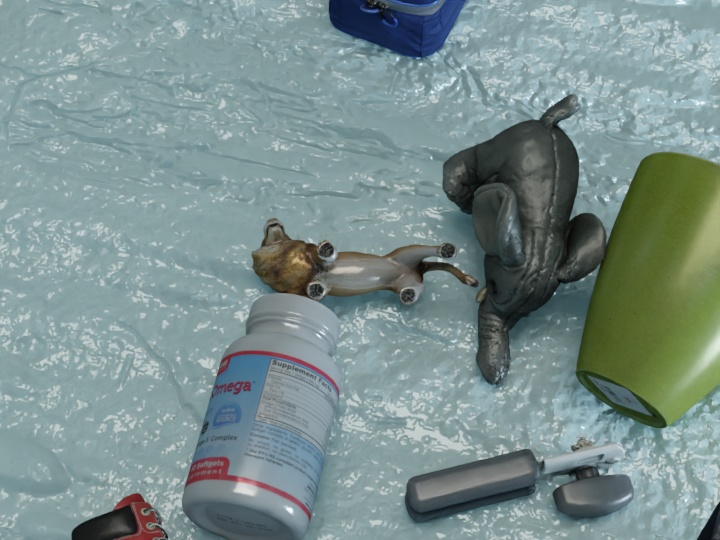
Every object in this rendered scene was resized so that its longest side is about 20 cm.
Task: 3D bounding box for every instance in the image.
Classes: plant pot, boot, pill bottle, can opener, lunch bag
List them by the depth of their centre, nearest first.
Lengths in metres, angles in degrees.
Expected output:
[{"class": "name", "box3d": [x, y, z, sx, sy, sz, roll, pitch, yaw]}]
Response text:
[{"class": "boot", "box3d": [-0.140, 0.246, 1.206, 0.199, 0.073, 0.145, -5, 58, -1]}, {"class": "pill bottle", "box3d": [-0.077, 0.125, 1.254, 0.108, 0.109, 0.201, 11, 59, 4]}, {"class": "can opener", "box3d": [0.138, 0.185, 1.259, 0.199, 0.053, 0.067, -8, 61, -7]}, {"class": "plant pot", "box3d": [0.280, 0.032, 1.299, 0.187, 0.187, 0.200, 30, 78, 15]}, {"class": "lunch bag", "box3d": [0.048, -0.328, 1.510, 0.135, 0.133, 0.201, 20, 60, 10]}]

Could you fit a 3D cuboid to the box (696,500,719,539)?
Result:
[{"class": "box", "box3d": [0.342, 0.317, 1.153, 0.199, 0.118, 0.197, 19, 61, 10]}]

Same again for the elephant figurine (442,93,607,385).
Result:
[{"class": "elephant figurine", "box3d": [0.153, -0.026, 1.327, 0.141, 0.155, 0.201, -12, 50, 9]}]

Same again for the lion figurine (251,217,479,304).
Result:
[{"class": "lion figurine", "box3d": [0.000, 0.000, 1.342, 0.199, 0.122, 0.073, 9, 88, -8]}]
